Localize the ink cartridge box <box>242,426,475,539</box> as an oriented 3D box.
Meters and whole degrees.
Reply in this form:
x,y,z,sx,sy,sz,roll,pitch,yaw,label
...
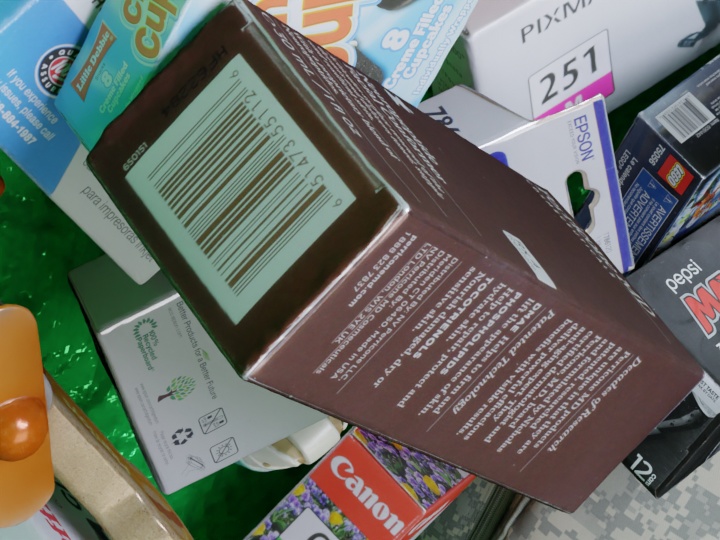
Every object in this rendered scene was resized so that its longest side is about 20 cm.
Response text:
x,y,z,sx,sy,sz,roll,pitch,yaw,label
0.007,0.097,1.129,0.200,0.050,0.109,-46,173,19,ink cartridge box

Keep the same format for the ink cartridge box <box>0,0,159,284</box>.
x,y,z,sx,sy,sz,roll,pitch,yaw,label
-0.047,-0.114,0.859,0.200,0.085,0.145,-42,145,-1,ink cartridge box

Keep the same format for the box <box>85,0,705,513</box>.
x,y,z,sx,sy,sz,roll,pitch,yaw,label
0.017,0.001,0.820,0.075,0.100,0.200,-45,147,11,box

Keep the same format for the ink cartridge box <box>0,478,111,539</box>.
x,y,z,sx,sy,sz,roll,pitch,yaw,label
-0.120,0.126,1.001,0.083,0.146,0.200,-44,146,2,ink cartridge box

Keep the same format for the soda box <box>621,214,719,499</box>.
x,y,z,sx,sy,sz,roll,pitch,yaw,label
0.163,0.013,1.068,0.200,0.071,0.063,-31,161,-46,soda box

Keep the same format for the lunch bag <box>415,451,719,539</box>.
x,y,z,sx,sy,sz,roll,pitch,yaw,label
0.130,0.093,1.191,0.139,0.168,0.200,-1,129,-44,lunch bag

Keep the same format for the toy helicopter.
x,y,z,sx,sy,sz,roll,pitch,yaw,label
-0.113,0.041,0.881,0.079,0.132,0.200,-40,121,-2,toy helicopter

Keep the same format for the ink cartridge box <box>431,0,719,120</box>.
x,y,z,sx,sy,sz,roll,pitch,yaw,label
0.112,-0.147,1.017,0.200,0.044,0.174,-32,147,-13,ink cartridge box

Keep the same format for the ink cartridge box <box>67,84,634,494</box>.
x,y,z,sx,sy,sz,roll,pitch,yaw,label
0.000,0.000,0.958,0.199,0.039,0.100,-24,137,-8,ink cartridge box

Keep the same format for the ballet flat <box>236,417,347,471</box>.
x,y,z,sx,sy,sz,roll,pitch,yaw,label
-0.041,0.042,1.053,0.067,0.070,0.200,-37,146,-7,ballet flat

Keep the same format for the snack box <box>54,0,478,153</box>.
x,y,z,sx,sy,sz,roll,pitch,yaw,label
-0.001,-0.116,0.794,0.116,0.037,0.200,3,126,-44,snack box

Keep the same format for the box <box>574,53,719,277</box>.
x,y,z,sx,sy,sz,roll,pitch,yaw,label
0.166,-0.059,1.102,0.200,0.040,0.137,-36,165,-33,box
